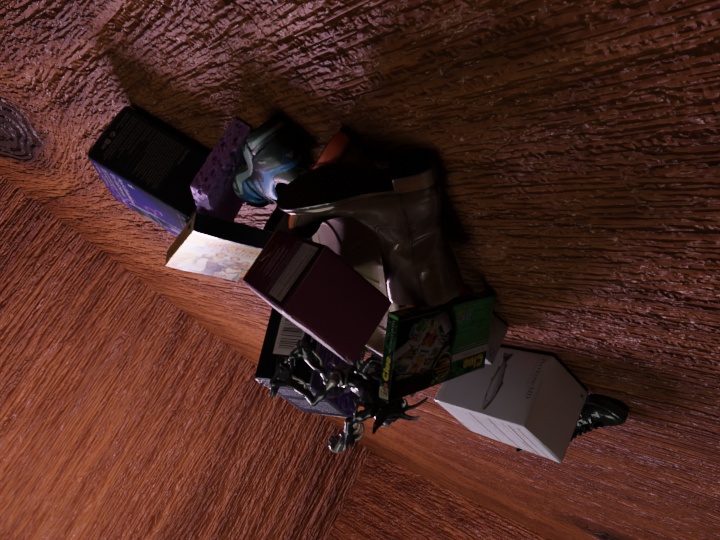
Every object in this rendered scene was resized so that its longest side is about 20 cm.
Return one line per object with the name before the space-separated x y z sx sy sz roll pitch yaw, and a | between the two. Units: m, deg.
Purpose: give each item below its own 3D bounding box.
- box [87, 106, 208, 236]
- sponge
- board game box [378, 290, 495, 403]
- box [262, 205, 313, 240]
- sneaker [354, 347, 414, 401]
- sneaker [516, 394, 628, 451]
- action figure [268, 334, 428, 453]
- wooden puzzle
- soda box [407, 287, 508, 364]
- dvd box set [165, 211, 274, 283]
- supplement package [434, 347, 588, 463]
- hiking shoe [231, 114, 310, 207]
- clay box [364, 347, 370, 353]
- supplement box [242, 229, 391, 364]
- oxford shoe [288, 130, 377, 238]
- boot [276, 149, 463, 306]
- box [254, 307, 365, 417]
box | -0.315 -0.143 1.005 0.196 0.106 0.149 30 161 7
sponge | -0.192 -0.118 0.881 0.029 0.114 0.201 27 162 1
board game box | 0.101 0.091 0.778 0.196 0.109 0.023 -7 -163 -44
box | -0.103 -0.035 1.009 0.098 0.076 0.201 30 160 1
sneaker | 0.024 0.129 0.907 0.077 0.142 0.198 40 164 -30
sneaker | 0.325 0.252 0.983 0.060 0.106 0.198 38 161 -22
action figure | -0.014 0.161 0.800 0.194 0.120 0.104 21 133 14
wooden puzzle | 0.000 0.000 0.840 0.183 0.045 0.206 24 129 51
soda box | 0.119 0.052 0.880 0.199 0.064 0.068 40 159 -21
dvd box set | -0.203 -0.027 0.926 0.142 0.030 0.199 14 161 -26
supplement package | 0.235 0.201 0.981 0.117 0.119 0.197 41 159 -28
hiking shoe | -0.116 -0.113 0.801 0.088 0.074 0.200 52 162 3
clay box | 0.093 0.149 1.099 0.113 0.049 0.197 12 173 45
supplement box | -0.061 0.025 0.752 0.110 0.087 0.199 40 172 -24
oxford shoe | -0.036 -0.081 0.749 0.071 0.072 0.200 34 152 -3
boot | 0.017 -0.026 0.698 0.180 0.066 0.203 -7 135 13
box | -0.074 0.142 1.021 0.101 0.153 0.201 2 156 22
